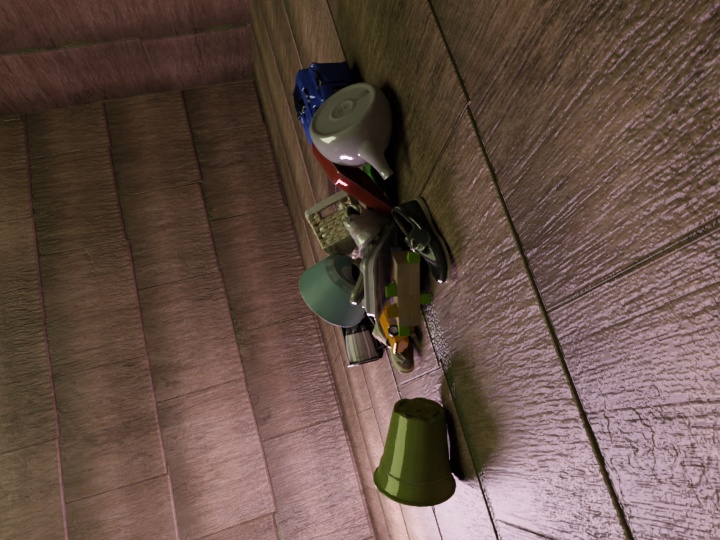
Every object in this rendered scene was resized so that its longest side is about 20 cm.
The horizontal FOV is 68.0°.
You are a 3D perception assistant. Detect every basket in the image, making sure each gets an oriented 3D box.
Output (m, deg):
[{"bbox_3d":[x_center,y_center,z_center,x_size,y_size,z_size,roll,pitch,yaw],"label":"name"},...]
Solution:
[{"bbox_3d":[-0.043,-0.109,1.448,0.124,0.135,0.200,65,-171,19],"label":"basket"}]

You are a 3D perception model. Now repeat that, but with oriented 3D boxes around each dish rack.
[{"bbox_3d":[0.043,0.003,1.263,0.200,0.043,0.173,-58,-31,-55],"label":"dish rack"}]

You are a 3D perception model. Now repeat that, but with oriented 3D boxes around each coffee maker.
[{"bbox_3d":[-0.009,0.196,1.727,0.192,0.134,0.201,148,109,-78],"label":"coffee maker"}]

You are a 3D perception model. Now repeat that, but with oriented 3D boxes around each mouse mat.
[{"bbox_3d":[0.032,-0.223,1.412,0.161,0.007,0.201,-119,22,-52],"label":"mouse mat"}]

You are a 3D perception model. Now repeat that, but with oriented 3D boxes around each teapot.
[{"bbox_3d":[-0.006,-0.299,1.170,0.146,0.196,0.201,49,-127,-43],"label":"teapot"}]

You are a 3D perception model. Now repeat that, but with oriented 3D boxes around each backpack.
[{"bbox_3d":[-0.077,-0.410,1.350,0.168,0.161,0.201,129,128,-70],"label":"backpack"}]

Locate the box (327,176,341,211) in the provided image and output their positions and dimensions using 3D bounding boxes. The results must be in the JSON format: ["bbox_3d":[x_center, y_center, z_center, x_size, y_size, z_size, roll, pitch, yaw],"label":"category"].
[{"bbox_3d":[-0.057,-0.279,1.601,0.100,0.074,0.201,-117,17,-47],"label":"box"}]

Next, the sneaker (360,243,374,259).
[{"bbox_3d":[0.034,0.023,1.477,0.201,0.081,0.089,91,163,-49],"label":"sneaker"}]

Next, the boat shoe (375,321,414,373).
[{"bbox_3d":[0.097,0.170,1.400,0.065,0.073,0.201,106,147,-44],"label":"boat shoe"}]

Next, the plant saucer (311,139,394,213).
[{"bbox_3d":[-0.024,-0.219,1.273,0.037,0.199,0.200,-49,41,15],"label":"plant saucer"}]

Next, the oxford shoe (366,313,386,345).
[{"bbox_3d":[0.074,0.186,1.483,0.071,0.073,0.201,91,161,-49],"label":"oxford shoe"}]

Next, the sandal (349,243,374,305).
[{"bbox_3d":[0.000,0.000,1.311,0.201,0.057,0.080,-66,-14,-49],"label":"sandal"}]

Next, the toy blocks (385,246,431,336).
[{"bbox_3d":[0.097,0.027,1.215,0.137,0.099,0.201,-106,11,-65],"label":"toy blocks"}]

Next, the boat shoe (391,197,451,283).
[{"bbox_3d":[0.121,-0.054,1.055,0.072,0.067,0.201,99,153,-56],"label":"boat shoe"}]

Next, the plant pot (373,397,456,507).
[{"bbox_3d":[0.134,0.410,1.258,0.200,0.199,0.191,-141,53,-70],"label":"plant pot"}]

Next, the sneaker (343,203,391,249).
[{"bbox_3d":[0.011,-0.126,1.285,0.099,0.078,0.200,48,-161,-5],"label":"sneaker"}]

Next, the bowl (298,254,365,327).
[{"bbox_3d":[-0.049,0.035,1.386,0.105,0.200,0.202,-52,44,31],"label":"bowl"}]

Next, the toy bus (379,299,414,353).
[{"bbox_3d":[0.082,0.107,1.358,0.065,0.078,0.201,94,159,-51],"label":"toy bus"}]
